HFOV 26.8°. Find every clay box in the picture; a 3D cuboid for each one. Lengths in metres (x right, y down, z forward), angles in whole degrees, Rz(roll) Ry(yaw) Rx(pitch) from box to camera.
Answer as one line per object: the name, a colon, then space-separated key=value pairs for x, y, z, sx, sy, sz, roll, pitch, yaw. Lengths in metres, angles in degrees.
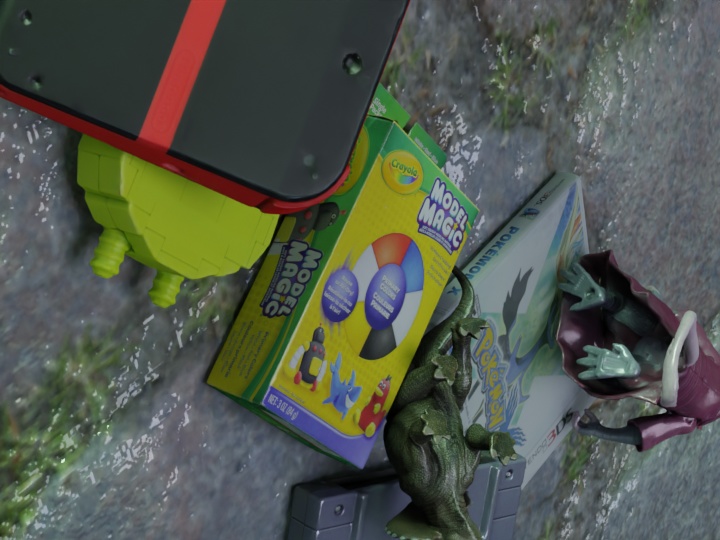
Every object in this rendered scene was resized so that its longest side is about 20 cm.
clay box: x=0.000 y=0.000 z=0.867 sx=0.115 sy=0.047 sz=0.201 roll=39 pitch=73 yaw=-51

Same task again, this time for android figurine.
android figurine: x=-0.074 y=-0.082 z=0.740 sx=0.182 sy=0.041 sz=0.201 roll=29 pitch=79 yaw=-54

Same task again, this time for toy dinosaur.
toy dinosaur: x=0.041 y=0.088 z=0.910 sx=0.076 sy=0.102 sz=0.201 roll=5 pitch=60 yaw=-28

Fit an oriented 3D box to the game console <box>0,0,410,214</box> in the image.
game console: x=-0.058 y=-0.142 z=0.676 sx=0.176 sy=0.031 sz=0.201 roll=22 pitch=84 yaw=-20

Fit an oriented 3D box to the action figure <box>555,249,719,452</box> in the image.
action figure: x=0.225 y=0.062 z=1.091 sx=0.200 sy=0.148 sz=0.135 roll=33 pitch=70 yaw=-40

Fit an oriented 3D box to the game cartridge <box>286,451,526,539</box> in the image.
game cartridge: x=0.029 y=0.191 z=0.978 sx=0.199 sy=0.038 sz=0.131 roll=-3 pitch=102 yaw=-45

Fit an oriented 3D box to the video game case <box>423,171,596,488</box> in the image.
video game case: x=0.113 y=0.061 z=1.069 sx=0.182 sy=0.022 sz=0.201 roll=-44 pitch=135 yaw=-36
